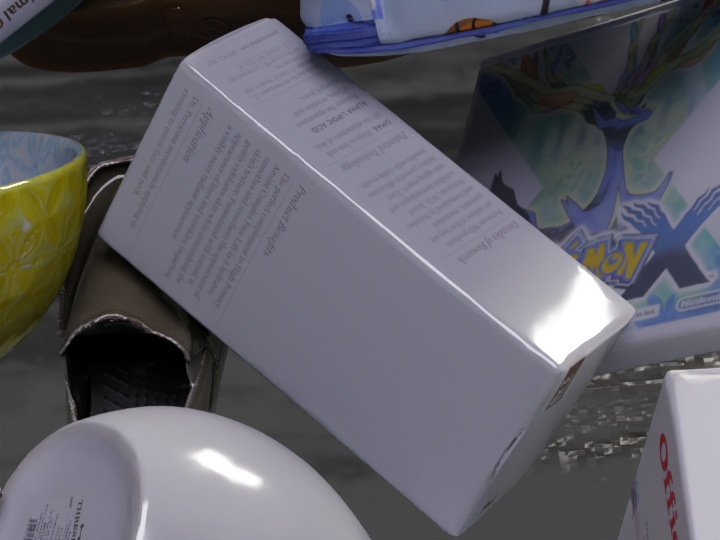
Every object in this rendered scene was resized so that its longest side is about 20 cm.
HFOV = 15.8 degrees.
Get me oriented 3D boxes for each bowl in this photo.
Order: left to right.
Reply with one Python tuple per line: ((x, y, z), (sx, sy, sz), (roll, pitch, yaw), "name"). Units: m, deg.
((-0.205, 0.011, 1.057), (0.200, 0.200, 0.108), (-7, 102, -7), "bowl")

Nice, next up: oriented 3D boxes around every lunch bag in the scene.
((0.076, -0.136, 1.069), (0.200, 0.160, 0.076), (-7, 96, 12), "lunch bag")

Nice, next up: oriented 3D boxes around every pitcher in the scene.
((-0.044, 0.150, 0.953), (0.121, 0.200, 0.172), (-13, 59, 38), "pitcher")

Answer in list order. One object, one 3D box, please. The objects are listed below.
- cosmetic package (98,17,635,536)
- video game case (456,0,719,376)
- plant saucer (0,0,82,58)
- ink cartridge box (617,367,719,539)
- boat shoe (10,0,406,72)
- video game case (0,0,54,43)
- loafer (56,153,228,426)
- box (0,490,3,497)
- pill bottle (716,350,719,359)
((0.000, 0.000, 1.045), (0.200, 0.102, 0.074), (40, 37, 12), "cosmetic package")
((0.116, -0.038, 1.091), (0.200, 0.022, 0.182), (-15, 48, 39), "video game case")
((-0.176, -0.151, 1.175), (0.200, 0.027, 0.200), (-17, 44, 17), "plant saucer")
((0.177, 0.143, 0.951), (0.144, 0.200, 0.147), (-2, 59, -4), "ink cartridge box")
((-0.063, -0.135, 1.186), (0.200, 0.070, 0.070), (1, 60, -2), "boat shoe")
((-0.194, -0.149, 1.149), (0.182, 0.022, 0.200), (-40, 41, -8), "video game case")
((-0.089, 0.030, 1.085), (0.075, 0.070, 0.200), (-4, 59, -5), "loafer")
((-0.227, 0.122, 0.960), (0.137, 0.200, 0.040), (36, 26, 18), "box")
((0.234, 0.011, 1.026), (0.109, 0.200, 0.110), (-1, 92, -27), "pill bottle")
